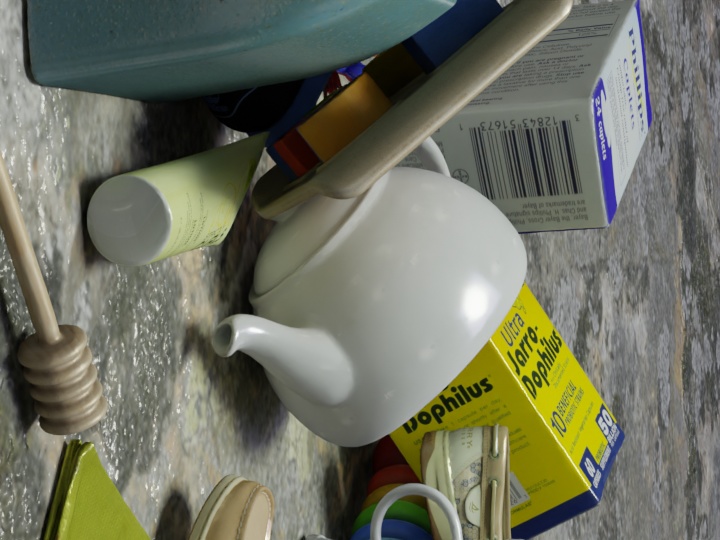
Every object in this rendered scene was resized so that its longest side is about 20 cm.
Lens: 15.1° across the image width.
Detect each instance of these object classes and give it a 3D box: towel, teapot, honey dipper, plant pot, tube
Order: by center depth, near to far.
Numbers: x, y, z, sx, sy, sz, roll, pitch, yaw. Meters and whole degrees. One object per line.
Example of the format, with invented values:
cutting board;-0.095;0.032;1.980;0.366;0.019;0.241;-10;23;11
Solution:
honey dipper;-0.170;-0.010;1.358;0.038;0.038;0.201;-65;145;-55
plant pot;-0.054;-0.199;1.477;0.196;0.198;0.198;0;88;-73
towel;-0.128;0.180;1.494;0.200;0.018;0.087;65;28;-50
tube;-0.097;-0.039;1.563;0.052;0.058;0.200;68;17;0
teapot;0.000;0.000;1.711;0.146;0.197;0.200;44;-2;-11

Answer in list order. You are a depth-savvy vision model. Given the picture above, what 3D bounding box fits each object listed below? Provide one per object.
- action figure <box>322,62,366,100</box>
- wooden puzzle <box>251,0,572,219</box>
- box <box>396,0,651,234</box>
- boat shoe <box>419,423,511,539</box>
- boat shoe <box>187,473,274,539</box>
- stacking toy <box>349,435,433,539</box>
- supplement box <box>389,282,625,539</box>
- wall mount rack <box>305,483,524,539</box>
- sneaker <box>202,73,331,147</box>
action figure;0.029;-0.147;1.724;0.065;0.199;0.099;68;1;-54
wooden puzzle;0.019;-0.107;1.582;0.046;0.185;0.200;52;-12;-9
box;0.108;-0.111;2.000;0.200;0.183;0.106;-59;142;-59
boat shoe;0.088;0.202;1.842;0.073;0.062;0.201;-75;153;-69
boat shoe;-0.067;0.210;1.539;0.074;0.069;0.201;60;35;-54
stacking toy;0.027;0.186;1.894;0.201;0.085;0.086;-77;157;-52
supplement box;0.082;0.081;1.895;0.201;0.109;0.109;56;26;-11
wall mount rack;0.027;0.235;1.740;0.074;0.173;0.202;0;88;-61
sneaker;-0.038;-0.178;1.662;0.078;0.070;0.201;37;71;-47
